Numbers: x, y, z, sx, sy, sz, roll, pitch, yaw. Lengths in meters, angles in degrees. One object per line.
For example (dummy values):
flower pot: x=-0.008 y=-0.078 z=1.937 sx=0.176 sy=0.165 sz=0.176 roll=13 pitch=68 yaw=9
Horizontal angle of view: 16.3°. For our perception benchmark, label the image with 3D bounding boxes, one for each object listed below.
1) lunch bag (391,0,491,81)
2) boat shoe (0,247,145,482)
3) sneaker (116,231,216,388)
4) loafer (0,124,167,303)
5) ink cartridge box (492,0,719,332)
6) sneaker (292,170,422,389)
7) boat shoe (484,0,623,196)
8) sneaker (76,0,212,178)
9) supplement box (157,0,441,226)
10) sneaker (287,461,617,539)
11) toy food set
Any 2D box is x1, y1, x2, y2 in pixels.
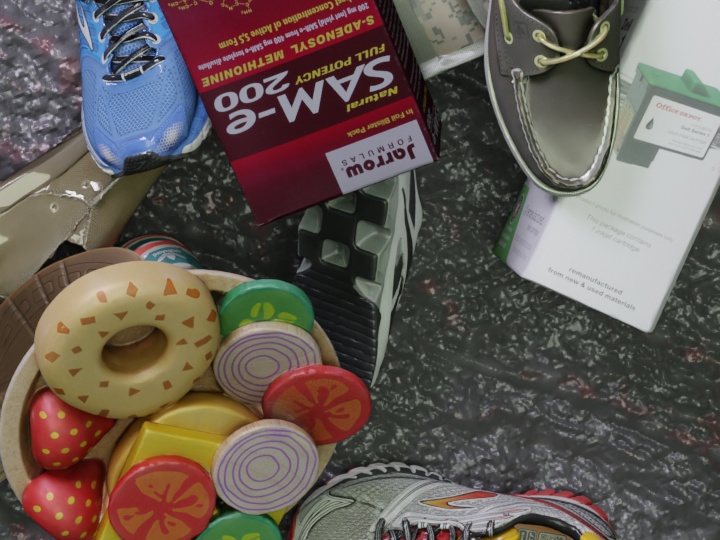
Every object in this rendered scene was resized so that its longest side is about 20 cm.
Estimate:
lunch bag: x=0.024 y=-0.193 z=1.380 sx=0.200 sy=0.118 sz=0.164 roll=-25 pitch=109 yaw=9
boat shoe: x=-0.179 y=0.061 z=1.424 sx=0.200 sy=0.072 sz=0.065 roll=-41 pitch=143 yaw=20
sneaker: x=-0.099 y=0.078 z=1.437 sx=0.070 sy=0.093 sz=0.200 roll=-12 pitch=97 yaw=-14
loafer: x=-0.149 y=-0.050 z=1.435 sx=0.200 sy=0.076 sz=0.068 roll=-32 pitch=99 yaw=9
ink cartridge box: x=0.159 y=-0.078 z=1.421 sx=0.084 sy=0.146 sz=0.201 roll=23 pitch=93 yaw=-6
sneaker: x=0.000 y=0.000 z=1.455 sx=0.074 sy=0.088 sz=0.201 roll=24 pitch=120 yaw=17
boat shoe: x=0.102 y=-0.137 z=1.312 sx=0.072 sy=0.060 sz=0.202 roll=-6 pitch=97 yaw=-5
sneaker: x=-0.130 y=-0.138 z=1.365 sx=0.078 sy=0.089 sz=0.200 roll=-16 pitch=54 yaw=10
supplement box: x=-0.042 y=-0.136 z=1.313 sx=0.109 sy=0.061 sz=0.200 roll=-20 pitch=111 yaw=11
sneaker: x=0.057 y=0.157 z=1.471 sx=0.199 sy=0.082 sz=0.078 roll=1 pitch=97 yaw=-5
toy food set: x=-0.097 y=0.084 z=1.374 sx=0.197 sy=0.049 sz=0.200 roll=12 pitch=117 yaw=-23
